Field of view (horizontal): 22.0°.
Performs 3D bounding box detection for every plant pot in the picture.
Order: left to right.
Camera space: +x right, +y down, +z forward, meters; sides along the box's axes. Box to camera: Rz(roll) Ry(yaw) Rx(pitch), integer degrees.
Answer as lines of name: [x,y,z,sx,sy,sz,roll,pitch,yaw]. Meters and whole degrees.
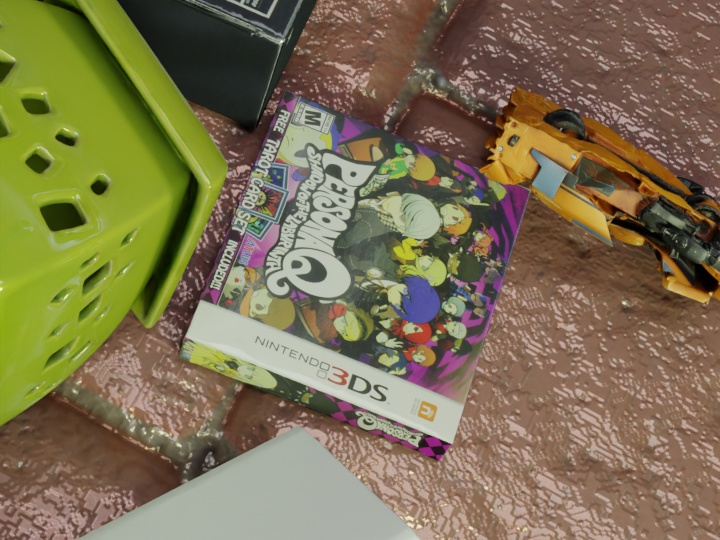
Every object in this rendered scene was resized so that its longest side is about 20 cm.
plant pot: [-0.198,-0.047,1.082,0.181,0.200,0.199,-26,72,-32]

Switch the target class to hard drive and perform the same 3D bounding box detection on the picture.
hard drive: [-0.083,0.170,1.056,0.200,0.027,0.132,-26,39,-23]

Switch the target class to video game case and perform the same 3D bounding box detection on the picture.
video game case: [0.000,0.000,1.194,0.181,0.036,0.200,23,60,-3]

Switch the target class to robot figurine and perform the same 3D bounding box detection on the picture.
robot figurine: [0.176,-0.047,1.227,0.200,0.058,0.145,32,19,-3]

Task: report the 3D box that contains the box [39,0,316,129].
box: [-0.114,-0.233,1.234,0.198,0.123,0.200,24,62,0]
